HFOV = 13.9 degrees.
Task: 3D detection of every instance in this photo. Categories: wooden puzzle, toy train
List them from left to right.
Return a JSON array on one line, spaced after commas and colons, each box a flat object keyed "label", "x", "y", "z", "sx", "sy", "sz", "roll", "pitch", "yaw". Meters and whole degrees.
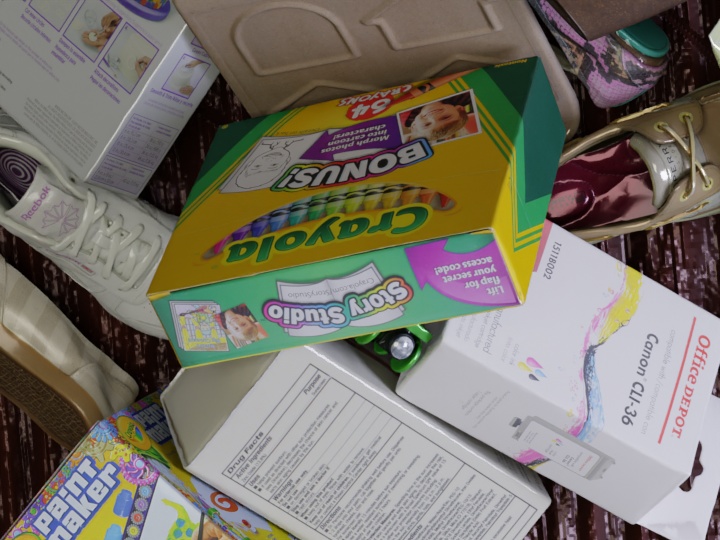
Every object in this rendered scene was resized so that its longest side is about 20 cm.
[{"label": "toy train", "x": 0.000, "y": 0.000, "z": 1.668, "sx": 0.042, "sy": 0.200, "sz": 0.056, "roll": 38, "pitch": 93, "yaw": -27}, {"label": "wooden puzzle", "x": 0.012, "y": -0.132, "z": 1.665, "sx": 0.184, "sy": 0.200, "sz": 0.047, "roll": -10, "pitch": 53, "yaw": 17}]

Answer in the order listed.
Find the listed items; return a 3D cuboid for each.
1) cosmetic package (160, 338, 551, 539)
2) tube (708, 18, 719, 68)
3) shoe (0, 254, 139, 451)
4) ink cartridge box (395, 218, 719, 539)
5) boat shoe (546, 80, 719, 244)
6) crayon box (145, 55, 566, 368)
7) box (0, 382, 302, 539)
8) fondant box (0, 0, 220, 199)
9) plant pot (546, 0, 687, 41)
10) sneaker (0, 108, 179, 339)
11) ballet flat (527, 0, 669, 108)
[{"label": "cosmetic package", "x": -0.003, "y": 0.102, "z": 1.677, "sx": 0.200, "sy": 0.087, "sz": 0.103, "roll": 35, "pitch": 103, "yaw": -28}, {"label": "tube", "x": 0.245, "y": -0.068, "z": 1.640, "sx": 0.052, "sy": 0.058, "sz": 0.201, "roll": -28, "pitch": 114, "yaw": 1}, {"label": "shoe", "x": -0.218, "y": 0.031, "z": 1.778, "sx": 0.200, "sy": 0.070, "sz": 0.053, "roll": 40, "pitch": 58, "yaw": 9}, {"label": "ink cartridge box", "x": 0.132, "y": 0.058, "z": 1.654, "sx": 0.199, "sy": 0.117, "sz": 0.068, "roll": 29, "pitch": 141, "yaw": -10}, {"label": "boat shoe", "x": 0.172, "y": -0.057, "z": 1.686, "sx": 0.199, "sy": 0.066, "sz": 0.074, "roll": -24, "pitch": 90, "yaw": 11}, {"label": "crayon box", "x": 0.001, "y": -0.033, "z": 1.610, "sx": 0.199, "sy": 0.173, "sz": 0.059, "roll": -12, "pitch": 120, "yaw": 20}, {"label": "box", "x": -0.087, "y": 0.175, "z": 1.688, "sx": 0.192, "sy": 0.200, "sz": 0.122, "roll": 41, "pitch": 102, "yaw": 5}, {"label": "fondant box", "x": -0.134, "y": -0.164, "z": 1.711, "sx": 0.144, "sy": 0.058, "sz": 0.201, "roll": 41, "pitch": 103, "yaw": 32}, {"label": "plant pot", "x": 0.167, "y": -0.224, "z": 1.599, "sx": 0.200, "sy": 0.187, "sz": 0.187, "roll": -41, "pitch": 87, "yaw": 4}, {"label": "sneaker", "x": -0.161, "y": -0.019, "z": 1.736, "sx": 0.199, "sy": 0.100, "sz": 0.075, "roll": 34, "pitch": 100, "yaw": 4}, {"label": "ballet flat", "x": 0.094, "y": -0.173, "z": 1.697, "sx": 0.071, "sy": 0.069, "sz": 0.200, "roll": -41, "pitch": 87, "yaw": 31}]
